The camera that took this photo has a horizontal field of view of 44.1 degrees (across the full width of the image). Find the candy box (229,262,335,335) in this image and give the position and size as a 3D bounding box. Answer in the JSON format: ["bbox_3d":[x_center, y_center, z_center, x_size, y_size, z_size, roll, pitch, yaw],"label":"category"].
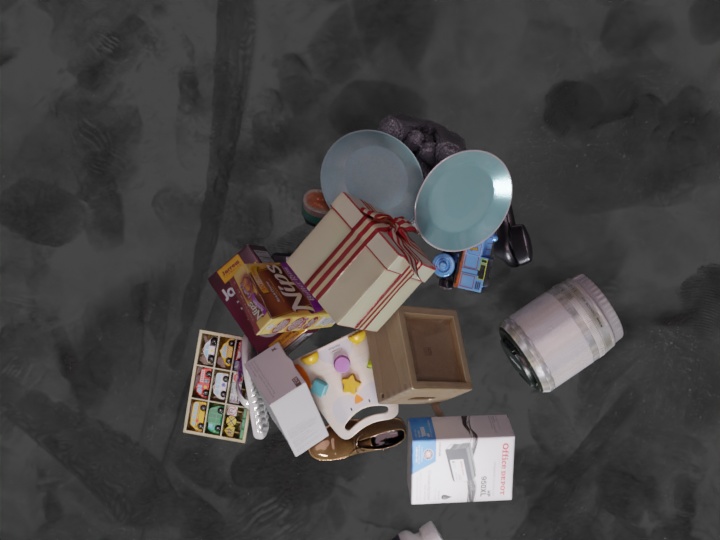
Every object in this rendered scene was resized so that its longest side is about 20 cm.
[{"bbox_3d":[-0.127,0.047,1.591,0.056,0.199,0.117,-44,65,33],"label":"candy box"}]

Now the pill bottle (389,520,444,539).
[{"bbox_3d":[0.075,0.570,1.696,0.199,0.111,0.112,-34,90,-3],"label":"pill bottle"}]

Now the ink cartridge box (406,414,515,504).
[{"bbox_3d":[0.190,0.361,1.698,0.197,0.084,0.147,-2,111,-3],"label":"ink cartridge box"}]

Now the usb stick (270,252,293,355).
[{"bbox_3d":[-0.155,0.065,1.736,0.055,0.033,0.203,4,89,4],"label":"usb stick"}]

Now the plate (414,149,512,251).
[{"bbox_3d":[0.185,-0.129,1.621,0.198,0.026,0.202,-10,122,-17],"label":"plate"}]

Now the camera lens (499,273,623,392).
[{"bbox_3d":[0.377,0.122,1.693,0.199,0.160,0.161,-33,90,-3],"label":"camera lens"}]

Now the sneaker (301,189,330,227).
[{"bbox_3d":[-0.019,-0.093,1.722,0.198,0.080,0.072,22,59,6],"label":"sneaker"}]

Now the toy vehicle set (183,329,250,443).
[{"bbox_3d":[-0.268,0.225,1.732,0.122,0.027,0.203,9,89,-2],"label":"toy vehicle set"}]

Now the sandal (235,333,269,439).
[{"bbox_3d":[-0.214,0.223,1.684,0.049,0.082,0.206,-7,96,10],"label":"sandal"}]

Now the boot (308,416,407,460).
[{"bbox_3d":[-0.007,0.326,1.717,0.197,0.075,0.075,-12,93,-1],"label":"boot"}]

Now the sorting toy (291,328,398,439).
[{"bbox_3d":[-0.016,0.218,1.699,0.198,0.107,0.182,-25,87,-2],"label":"sorting toy"}]

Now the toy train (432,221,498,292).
[{"bbox_3d":[0.207,-0.056,1.716,0.113,0.087,0.203,12,95,12],"label":"toy train"}]

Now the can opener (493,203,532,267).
[{"bbox_3d":[0.286,-0.103,1.748,0.078,0.063,0.203,-18,79,24],"label":"can opener"}]

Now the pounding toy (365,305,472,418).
[{"bbox_3d":[0.114,0.182,1.679,0.198,0.142,0.187,7,65,-39],"label":"pounding toy"}]

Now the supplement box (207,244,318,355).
[{"bbox_3d":[-0.182,0.063,1.682,0.110,0.086,0.201,-39,79,11],"label":"supplement box"}]

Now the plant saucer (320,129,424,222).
[{"bbox_3d":[0.025,-0.165,1.633,0.198,0.039,0.204,7,116,14],"label":"plant saucer"}]

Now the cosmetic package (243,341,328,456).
[{"bbox_3d":[-0.134,0.240,1.637,0.081,0.201,0.113,-32,50,-11],"label":"cosmetic package"}]

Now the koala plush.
[{"bbox_3d":[0.101,-0.183,1.708,0.176,0.184,0.202,24,109,7],"label":"koala plush"}]

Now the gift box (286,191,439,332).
[{"bbox_3d":[0.020,-0.009,1.544,0.200,0.184,0.187,46,104,20],"label":"gift box"}]
